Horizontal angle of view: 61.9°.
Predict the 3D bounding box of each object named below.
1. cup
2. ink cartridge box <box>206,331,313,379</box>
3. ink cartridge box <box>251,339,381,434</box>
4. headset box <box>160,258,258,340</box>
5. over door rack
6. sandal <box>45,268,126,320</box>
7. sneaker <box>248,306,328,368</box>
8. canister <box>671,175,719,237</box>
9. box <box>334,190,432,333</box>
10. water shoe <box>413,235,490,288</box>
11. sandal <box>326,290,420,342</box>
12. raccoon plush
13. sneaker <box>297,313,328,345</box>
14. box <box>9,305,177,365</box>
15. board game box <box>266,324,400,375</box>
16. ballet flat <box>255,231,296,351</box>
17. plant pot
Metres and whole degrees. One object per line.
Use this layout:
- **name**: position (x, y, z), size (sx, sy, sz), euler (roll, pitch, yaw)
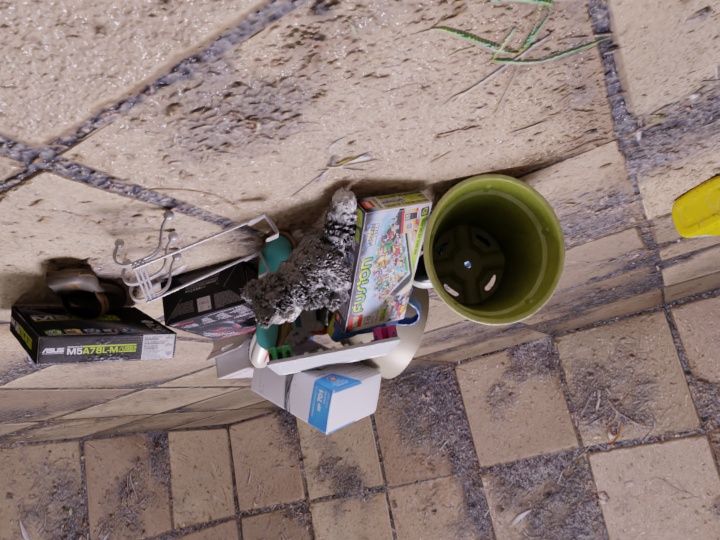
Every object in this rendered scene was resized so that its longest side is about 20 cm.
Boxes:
- **cup**: position (0.020, 0.085, 1.145), size (0.141, 0.205, 0.200), euler (21, 152, -19)
- **ink cartridge box**: position (-0.208, 0.145, 1.236), size (0.127, 0.128, 0.198), euler (-23, 160, 34)
- **ink cartridge box**: position (-0.083, 0.206, 1.109), size (0.197, 0.088, 0.145), euler (20, -163, 34)
- **headset box**: position (-0.224, 0.058, 1.027), size (0.145, 0.077, 0.200), euler (-16, 163, 10)
- **over door rack**: position (-0.214, -0.025, 0.789), size (0.195, 0.068, 0.148), euler (-13, 164, -17)
- **sandal**: position (-0.400, 0.043, 0.884), size (0.080, 0.056, 0.200), euler (-8, 168, -11)
- **sneaker**: position (-0.106, 0.093, 1.003), size (0.202, 0.093, 0.070), euler (-54, 161, -1)
- **canister**: position (0.694, -0.118, 1.092), size (0.195, 0.089, 0.149), euler (-4, 162, -20)
- **box**: position (0.029, -0.009, 0.845), size (0.108, 0.035, 0.204), euler (-12, 130, -29)
- **water shoe**: position (0.168, -0.036, 1.046), size (0.196, 0.073, 0.079), euler (-21, 144, 8)
- **sandal**: position (0.031, 0.070, 0.996), size (0.197, 0.087, 0.080), euler (-26, 155, -34)
- **raccoon plush**: position (-0.087, -0.016, 0.796), size (0.132, 0.096, 0.204), euler (-14, 125, -32)
- **sneaker**: position (-0.121, 0.080, 1.174), size (0.097, 0.071, 0.200), euler (12, -165, 17)
- **box**: position (-0.412, 0.095, 0.924), size (0.197, 0.049, 0.191), euler (4, -170, -40)
- **board game box**: position (-0.042, 0.128, 0.947), size (0.194, 0.027, 0.200), euler (-10, 167, -4)
- **ballet flat**: position (-0.123, 0.027, 0.919), size (0.067, 0.204, 0.063), euler (24, -153, 18)
- **plant pot**: position (0.177, -0.020, 0.899), size (0.195, 0.206, 0.184), euler (-10, 175, -4)
